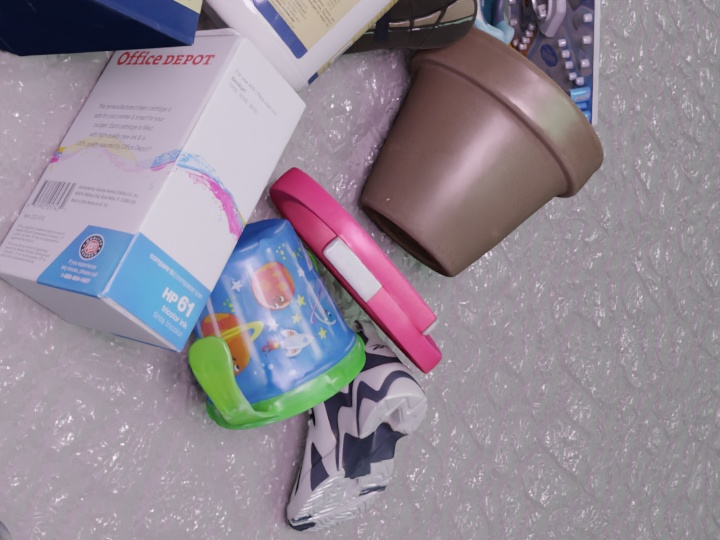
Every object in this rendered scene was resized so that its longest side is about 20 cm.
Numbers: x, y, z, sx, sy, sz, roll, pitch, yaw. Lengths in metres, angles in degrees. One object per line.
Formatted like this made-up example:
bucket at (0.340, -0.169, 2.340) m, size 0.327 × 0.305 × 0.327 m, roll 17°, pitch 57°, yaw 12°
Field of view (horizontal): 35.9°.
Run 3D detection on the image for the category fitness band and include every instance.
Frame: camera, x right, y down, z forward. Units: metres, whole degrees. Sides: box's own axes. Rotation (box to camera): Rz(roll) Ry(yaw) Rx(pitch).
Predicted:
fitness band at (0.000, 0.000, 0.902) m, size 0.037 × 0.144 × 0.201 m, roll -41°, pitch 108°, yaw -4°

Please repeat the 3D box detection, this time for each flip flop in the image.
flip flop at (0.001, -0.229, 0.930) m, size 0.196 × 0.058 × 0.082 m, roll -3°, pitch 129°, yaw -14°

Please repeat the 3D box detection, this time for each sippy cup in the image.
sippy cup at (-0.079, 0.035, 0.880) m, size 0.138 × 0.178 × 0.132 m, roll -24°, pitch 104°, yaw -12°

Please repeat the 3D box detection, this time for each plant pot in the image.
plant pot at (0.095, -0.094, 1.019) m, size 0.175 × 0.199 × 0.200 m, roll -52°, pitch 132°, yaw -5°

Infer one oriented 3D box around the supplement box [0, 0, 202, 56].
supplement box at (-0.186, -0.248, 0.654) m, size 0.133 × 0.198 × 0.204 m, roll 16°, pitch 84°, yaw -48°

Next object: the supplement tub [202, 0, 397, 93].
supplement tub at (-0.027, -0.244, 0.803) m, size 0.200 × 0.145 × 0.145 m, roll -43°, pitch 130°, yaw 0°

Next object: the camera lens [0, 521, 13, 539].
camera lens at (-0.304, 0.187, 0.625) m, size 0.200 × 0.158 × 0.162 m, roll 42°, pitch 66°, yaw -43°

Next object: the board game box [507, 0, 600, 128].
board game box at (0.170, -0.256, 1.045) m, size 0.025 × 0.200 × 0.203 m, roll -10°, pitch 116°, yaw -11°

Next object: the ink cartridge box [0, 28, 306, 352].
ink cartridge box at (-0.145, -0.060, 0.770) m, size 0.085 × 0.143 × 0.202 m, roll 41°, pitch 67°, yaw -43°

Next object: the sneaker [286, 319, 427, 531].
sneaker at (-0.022, 0.130, 0.992) m, size 0.078 × 0.131 × 0.201 m, roll 3°, pitch 131°, yaw -28°

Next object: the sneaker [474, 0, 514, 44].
sneaker at (0.114, -0.305, 1.059) m, size 0.077 × 0.085 × 0.204 m, roll -22°, pitch 112°, yaw -44°
